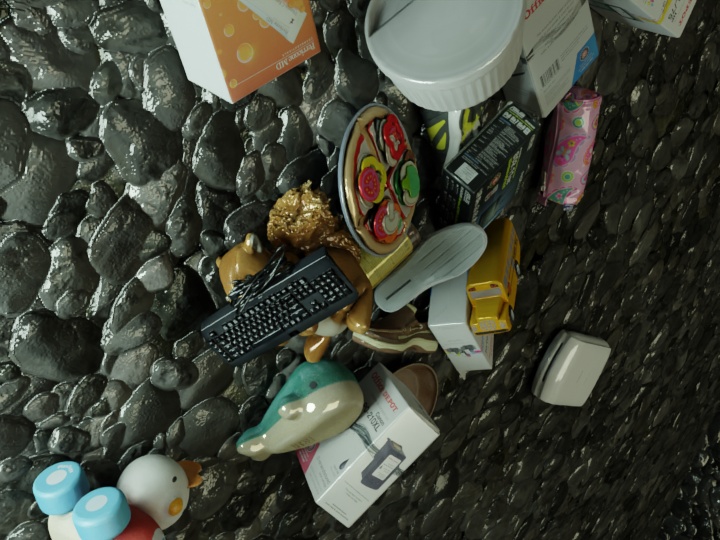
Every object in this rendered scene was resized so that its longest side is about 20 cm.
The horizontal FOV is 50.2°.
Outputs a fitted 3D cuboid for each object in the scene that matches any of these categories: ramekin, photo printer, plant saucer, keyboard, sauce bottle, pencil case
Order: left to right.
[{"bbox_3d":[-0.106,0.046,0.881,0.198,0.040,0.105,-31,114,21],"label":"keyboard"},{"bbox_3d":[0.000,0.000,1.108,0.199,0.064,0.065,-42,138,-18],"label":"sauce bottle"},{"bbox_3d":[0.055,0.243,1.338,0.198,0.036,0.204,-24,129,-32],"label":"plant saucer"},{"bbox_3d":[0.110,-0.291,0.943,0.204,0.201,0.094,-52,152,-5],"label":"ramekin"},{"bbox_3d":[0.354,-0.210,1.315,0.086,0.087,0.204,-20,129,-35],"label":"pencil case"},{"bbox_3d":[0.463,0.217,1.704,0.198,0.069,0.169,15,103,-48],"label":"photo printer"}]

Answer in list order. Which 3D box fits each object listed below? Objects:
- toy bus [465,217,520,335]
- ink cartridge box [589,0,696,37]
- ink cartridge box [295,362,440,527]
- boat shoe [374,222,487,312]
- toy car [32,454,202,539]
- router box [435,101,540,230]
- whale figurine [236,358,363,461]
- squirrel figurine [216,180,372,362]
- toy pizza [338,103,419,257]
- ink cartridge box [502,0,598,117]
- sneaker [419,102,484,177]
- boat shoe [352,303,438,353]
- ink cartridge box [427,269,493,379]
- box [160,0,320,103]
[{"bbox_3d":[0.216,0.010,1.243,0.079,0.064,0.202,62,31,-33],"label":"toy bus"},{"bbox_3d":[0.418,-0.468,1.166,0.198,0.145,0.149,5,112,-46],"label":"ink cartridge box"},{"bbox_3d":[0.007,0.263,1.183,0.200,0.145,0.084,-45,118,2],"label":"ink cartridge box"},{"bbox_3d":[0.103,-0.014,1.159,0.198,0.074,0.067,-31,-172,20],"label":"boat shoe"},{"bbox_3d":[-0.269,0.302,0.965,0.199,0.174,0.188,-36,125,-40],"label":"toy car"},{"bbox_3d":[0.187,-0.135,1.155,0.150,0.062,0.201,-46,163,-15],"label":"router box"},{"bbox_3d":[-0.094,0.204,1.135,0.197,0.105,0.159,-30,153,4],"label":"whale figurine"},{"bbox_3d":[-0.088,-0.006,0.981,0.184,0.141,0.204,21,64,-26],"label":"squirrel figurine"},{"bbox_3d":[0.034,-0.120,1.027,0.199,0.031,0.206,-2,92,-59],"label":"toy pizza"},{"bbox_3d":[0.263,-0.355,1.131,0.145,0.083,0.201,-47,139,-11],"label":"ink cartridge box"},{"bbox_3d":[0.127,-0.211,1.100,0.074,0.084,0.201,-41,158,-22],"label":"sneaker"},{"bbox_3d":[0.060,0.086,1.226,0.201,0.074,0.077,8,98,-55],"label":"boat shoe"},{"bbox_3d":[0.180,0.091,1.303,0.201,0.066,0.117,54,37,-48],"label":"ink cartridge box"},{"bbox_3d":[-0.133,-0.295,0.764,0.124,0.097,0.203,-36,136,-23],"label":"box"}]
